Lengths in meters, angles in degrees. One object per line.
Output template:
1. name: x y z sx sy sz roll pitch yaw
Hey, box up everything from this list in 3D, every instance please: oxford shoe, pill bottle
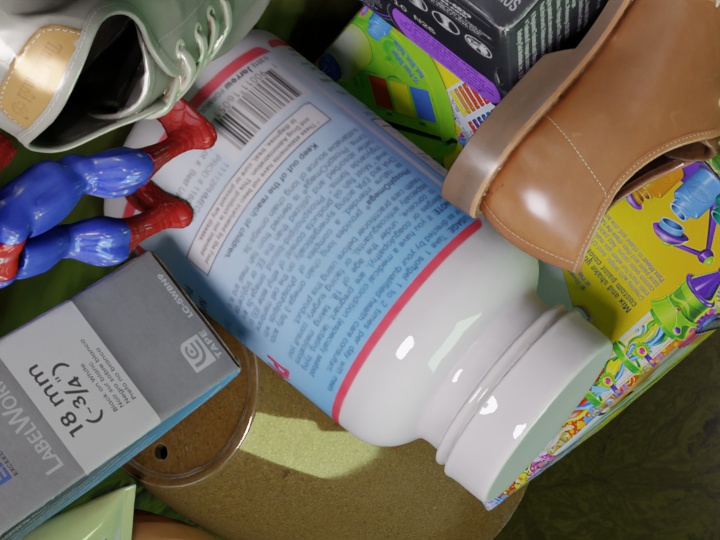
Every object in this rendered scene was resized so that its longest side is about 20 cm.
1. oxford shoe: 0.120 -0.081 0.759 0.200 0.071 0.071 -50 168 -9
2. pill bottle: 0.000 0.000 0.822 0.109 0.200 0.109 -47 166 -16
3. oxford shoe: -0.076 -0.077 0.681 0.075 0.058 0.200 -59 167 20

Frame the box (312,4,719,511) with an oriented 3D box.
1. box: 0.079 -0.039 0.901 0.193 0.200 0.122 -45 169 32

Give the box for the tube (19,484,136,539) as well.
1. tube: -0.178 0.150 0.838 0.200 0.052 0.058 -18 171 -37

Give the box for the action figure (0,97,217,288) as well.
1. action figure: -0.126 -0.012 0.703 0.200 0.052 0.066 -36 156 -56

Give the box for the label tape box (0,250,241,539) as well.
1. label tape box: -0.157 0.084 0.742 0.144 0.063 0.200 -38 178 41

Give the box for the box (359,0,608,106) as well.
1. box: 0.075 -0.179 0.759 0.200 0.122 0.106 -50 168 -7

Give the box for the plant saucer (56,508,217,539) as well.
1. plant saucer: -0.157 0.172 0.975 0.200 0.038 0.200 -20 152 -11

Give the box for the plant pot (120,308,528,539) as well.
1. plant pot: -0.035 0.060 0.981 0.187 0.186 0.200 -54 152 12
